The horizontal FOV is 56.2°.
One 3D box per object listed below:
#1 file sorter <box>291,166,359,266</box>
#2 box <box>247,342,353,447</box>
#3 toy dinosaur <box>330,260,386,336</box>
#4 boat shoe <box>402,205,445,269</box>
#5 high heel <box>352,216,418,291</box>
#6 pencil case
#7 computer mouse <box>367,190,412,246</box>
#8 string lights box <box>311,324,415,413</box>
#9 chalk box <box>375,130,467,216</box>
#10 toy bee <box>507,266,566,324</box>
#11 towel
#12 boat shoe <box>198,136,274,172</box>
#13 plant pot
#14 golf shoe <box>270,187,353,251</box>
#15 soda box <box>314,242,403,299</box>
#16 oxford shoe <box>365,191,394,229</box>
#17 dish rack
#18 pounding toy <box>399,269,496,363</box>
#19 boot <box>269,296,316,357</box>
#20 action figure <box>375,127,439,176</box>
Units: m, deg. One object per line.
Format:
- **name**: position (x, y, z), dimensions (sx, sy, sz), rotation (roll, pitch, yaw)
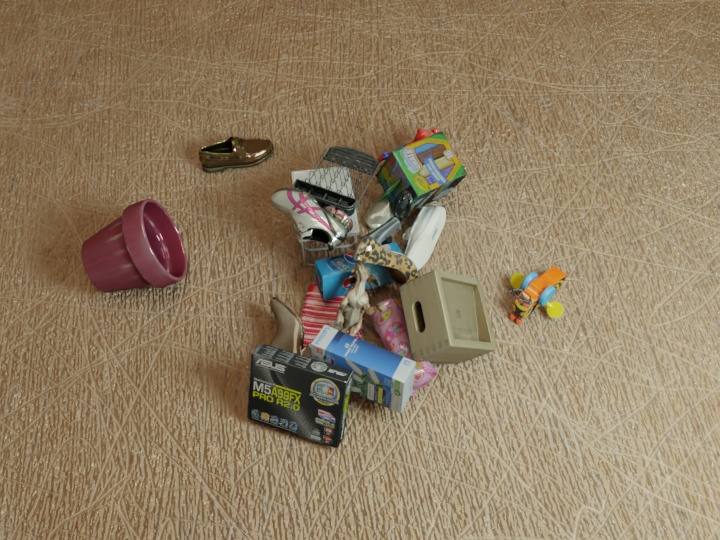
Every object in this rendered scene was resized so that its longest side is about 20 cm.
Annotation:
- **file sorter**: position (-0.082, -0.125, 1.594), dimensions (0.137, 0.125, 0.202), rotation (-7, 55, -3)
- **box**: position (-0.121, 0.244, 1.319), dimensions (0.198, 0.162, 0.044), rotation (15, 27, 12)
- **toy dinosaur**: position (-0.014, 0.074, 1.435), dimensions (0.085, 0.201, 0.136), rotation (24, 23, -15)
- **boat shoe**: position (0.137, -0.081, 1.591), dimensions (0.068, 0.072, 0.201), rotation (11, 58, 28)
- **high heel**: position (0.049, 0.005, 1.425), dimensions (0.071, 0.202, 0.142), rotation (9, 36, 45)
- **pencil case**: position (0.087, 0.158, 1.418), dimensions (0.087, 0.088, 0.201), rotation (-18, 57, -10)
- **computer mouse**: position (0.063, -0.098, 1.551), dimensions (0.058, 0.201, 0.034), rotation (40, 27, 12)
- **string lights box**: position (0.004, 0.191, 1.317), dimensions (0.198, 0.103, 0.059), rotation (20, 47, 18)
- **chalk box**: position (0.124, -0.220, 1.592), dimensions (0.199, 0.125, 0.125), rotation (-25, 80, -27)
- **toy bee**: position (0.366, 0.058, 1.475), dimensions (0.198, 0.109, 0.131), rotation (-2, 42, -29)
- **towel**: position (-0.066, 0.120, 1.487), dimensions (0.143, 0.023, 0.202), rotation (6, 56, 8)
- **boat shoe**: position (-0.324, -0.313, 1.770), dimensions (0.198, 0.068, 0.072), rotation (-19, 55, -12)
- **plant pot**: position (-0.518, -0.040, 1.528), dimensions (0.177, 0.200, 0.202), rotation (-20, 55, 8)
- **golf shoe**: position (-0.119, -0.115, 1.469), dimensions (0.198, 0.073, 0.092), rotation (26, 61, 17)
- **soda box**: position (0.000, 0.000, 1.519), dimensions (0.198, 0.068, 0.064), rotation (-14, 42, -15)
- **oxford shoe**: position (0.080, -0.179, 1.666), dimensions (0.075, 0.058, 0.200), rotation (34, 64, 21)
- **dish rack**: position (-0.047, -0.219, 1.550), dimensions (0.152, 0.055, 0.201), rotation (21, 58, 13)
- **pounding toy**: position (0.170, 0.087, 1.406), dimensions (0.183, 0.142, 0.202), rotation (11, 61, -44)
- **boot**: position (-0.169, 0.167, 1.414), dimensions (0.146, 0.070, 0.200), rotation (-42, 65, -15)
- **action figure**: position (0.126, -0.297, 1.750), dimensions (0.199, 0.099, 0.066), rotation (-34, 60, 7)
